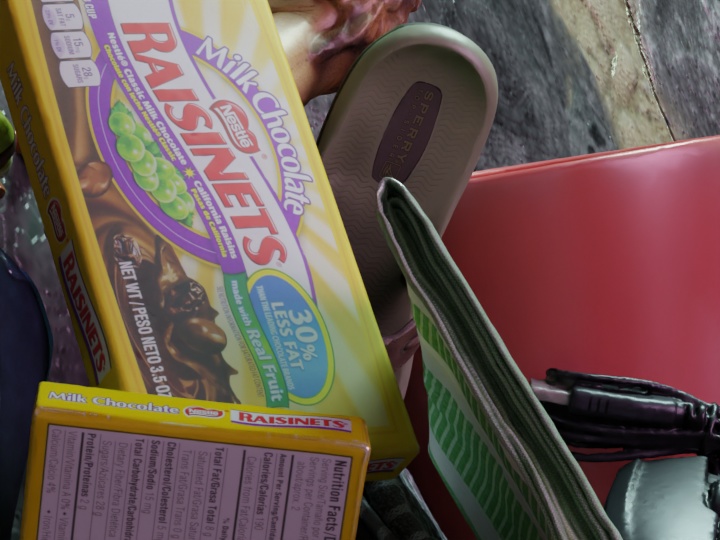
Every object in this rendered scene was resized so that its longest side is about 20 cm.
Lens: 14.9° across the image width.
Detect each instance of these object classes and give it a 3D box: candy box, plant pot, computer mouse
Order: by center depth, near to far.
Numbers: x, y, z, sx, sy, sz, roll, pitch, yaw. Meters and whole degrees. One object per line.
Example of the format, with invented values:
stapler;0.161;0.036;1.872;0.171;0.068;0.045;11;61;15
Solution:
candy box;-0.061;0.133;0.860;0.026;0.102;0.201;-100;-163;-66
candy box;-0.056;-0.020;0.925;0.102;0.026;0.201;-3;61;-33
computer mouse;0.125;0.111;1.045;0.200;0.138;0.053;-78;-179;-45
plant pot;0.093;0.039;1.215;0.200;0.200;0.178;-13;94;-62

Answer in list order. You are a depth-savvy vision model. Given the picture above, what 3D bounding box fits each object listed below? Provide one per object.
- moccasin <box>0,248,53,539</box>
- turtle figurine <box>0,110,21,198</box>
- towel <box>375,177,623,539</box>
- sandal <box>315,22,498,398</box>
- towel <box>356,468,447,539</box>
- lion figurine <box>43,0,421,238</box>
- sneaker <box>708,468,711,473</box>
moccasin;-0.148;0.079;0.849;0.068;0.080;0.201;70;22;-60
turtle figurine;-0.162;-0.061;0.944;0.200;0.064;0.162;49;34;-34
towel;0.051;0.075;0.906;0.153;0.023;0.200;60;-5;26
sandal;-0.001;-0.001;1.098;0.080;0.202;0.057;13;18;-15
towel;0.011;0.128;0.995;0.166;0.085;0.200;60;-5;33
lion figurine;-0.046;-0.078;1.100;0.073;0.122;0.200;58;31;-20
sneaker;0.134;0.152;1.115;0.201;0.071;0.098;-50;154;-41
